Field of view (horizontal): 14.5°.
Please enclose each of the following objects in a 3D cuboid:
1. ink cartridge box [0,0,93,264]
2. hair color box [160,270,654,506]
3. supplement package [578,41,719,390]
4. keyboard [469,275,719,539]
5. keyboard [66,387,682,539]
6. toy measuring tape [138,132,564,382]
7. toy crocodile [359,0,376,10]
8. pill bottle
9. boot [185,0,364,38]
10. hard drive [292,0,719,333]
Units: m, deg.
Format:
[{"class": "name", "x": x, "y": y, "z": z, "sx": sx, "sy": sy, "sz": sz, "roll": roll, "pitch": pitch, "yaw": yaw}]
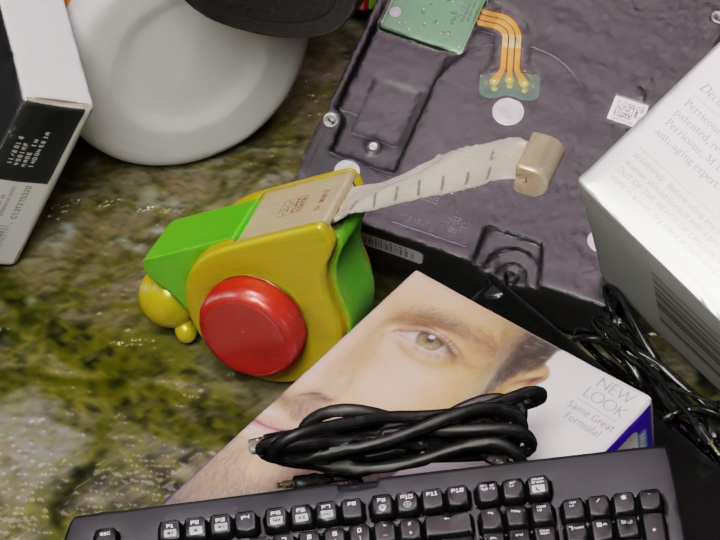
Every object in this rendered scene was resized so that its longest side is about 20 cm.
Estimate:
[{"class": "ink cartridge box", "x": -0.158, "y": -0.108, "z": 1.168, "sx": 0.037, "sy": 0.095, "sz": 0.201, "roll": 7, "pitch": 46, "yaw": -27}, {"class": "hair color box", "x": -0.002, "y": 0.099, "z": 0.955, "sx": 0.109, "sy": 0.065, "sz": 0.200, "roll": 28, "pitch": 54, "yaw": 30}, {"class": "supplement package", "x": 0.191, "y": -0.046, "z": 1.021, "sx": 0.200, "sy": 0.117, "sz": 0.117, "roll": -44, "pitch": 71, "yaw": -5}, {"class": "keyboard", "x": 0.095, "y": 0.079, "z": 1.029, "sx": 0.104, "sy": 0.040, "sz": 0.200, "roll": -41, "pitch": 51, "yaw": -8}, {"class": "keyboard", "x": 0.000, "y": 0.080, "z": 0.889, "sx": 0.199, "sy": 0.040, "sz": 0.105, "roll": -7, "pitch": 49, "yaw": -1}, {"class": "toy measuring tape", "x": 0.000, "y": 0.000, "z": 1.057, "sx": 0.199, "sy": 0.074, "sz": 0.074, "roll": -13, "pitch": 30, "yaw": 34}, {"class": "toy crocodile", "x": 0.012, "y": -0.139, "z": 1.253, "sx": 0.062, "sy": 0.068, "sz": 0.200, "roll": -32, "pitch": 52, "yaw": -31}, {"class": "pill bottle", "x": -0.104, "y": -0.144, "z": 1.227, "sx": 0.112, "sy": 0.113, "sz": 0.200, "roll": -14, "pitch": 41, "yaw": -15}, {"class": "boot", "x": -0.017, "y": -0.167, "z": 1.146, "sx": 0.188, "sy": 0.069, "sz": 0.199, "roll": 26, "pitch": 34, "yaw": 35}, {"class": "hard drive", "x": 0.069, "y": -0.079, "z": 1.149, "sx": 0.139, "sy": 0.038, "sz": 0.201, "roll": 18, "pitch": 63, "yaw": 10}]
